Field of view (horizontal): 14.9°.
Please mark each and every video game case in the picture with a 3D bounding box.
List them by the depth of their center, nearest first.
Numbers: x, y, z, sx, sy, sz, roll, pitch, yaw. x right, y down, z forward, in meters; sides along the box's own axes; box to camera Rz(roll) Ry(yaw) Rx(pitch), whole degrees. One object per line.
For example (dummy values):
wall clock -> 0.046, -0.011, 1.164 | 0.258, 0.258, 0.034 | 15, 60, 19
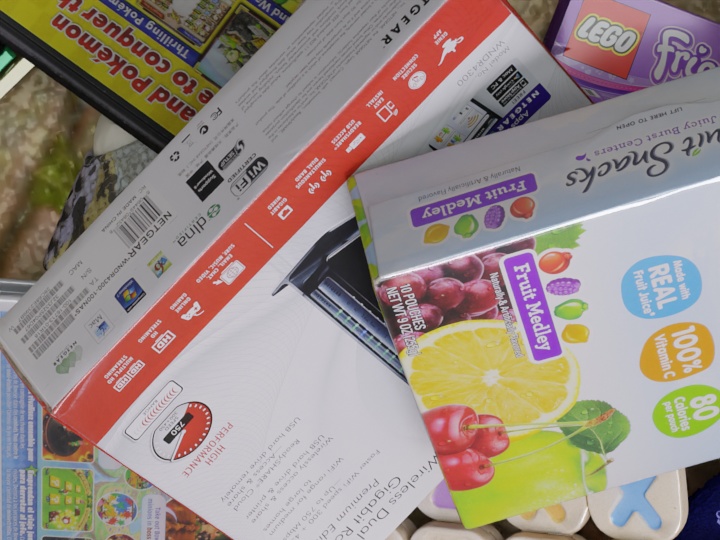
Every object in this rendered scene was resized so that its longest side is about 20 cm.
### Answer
video game case -> -0.051, -0.137, 1.002 | 0.200, 0.026, 0.181 | 35, 84, 9
video game case -> -0.119, 0.068, 1.046 | 0.198, 0.018, 0.144 | 4, 122, -1

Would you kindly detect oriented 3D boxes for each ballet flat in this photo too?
ballet flat -> -0.047, -0.074, 1.032 | 0.200, 0.072, 0.072 | -33, 97, -3

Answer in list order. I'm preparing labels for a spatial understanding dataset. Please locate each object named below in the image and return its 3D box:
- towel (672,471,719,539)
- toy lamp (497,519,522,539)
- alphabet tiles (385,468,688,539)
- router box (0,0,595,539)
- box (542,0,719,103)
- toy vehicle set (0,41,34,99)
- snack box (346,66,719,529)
towel -> 0.194, 0.105, 1.039 | 0.200, 0.050, 0.148 | -42, 114, 15
toy lamp -> 0.068, 0.131, 1.068 | 0.058, 0.058, 0.201 | -8, 99, 0
alphabet tiles -> 0.073, 0.145, 1.025 | 0.199, 0.015, 0.197 | 3, 105, 35
router box -> 0.000, 0.000, 0.956 | 0.200, 0.049, 0.179 | -46, 139, 3
box -> 0.150, -0.017, 1.058 | 0.199, 0.039, 0.138 | 21, 97, -3
toy vehicle set -> -0.200, -0.142, 1.041 | 0.124, 0.027, 0.200 | -44, 96, 4
snack box -> 0.110, 0.003, 0.915 | 0.199, 0.053, 0.143 | -16, 138, 4
